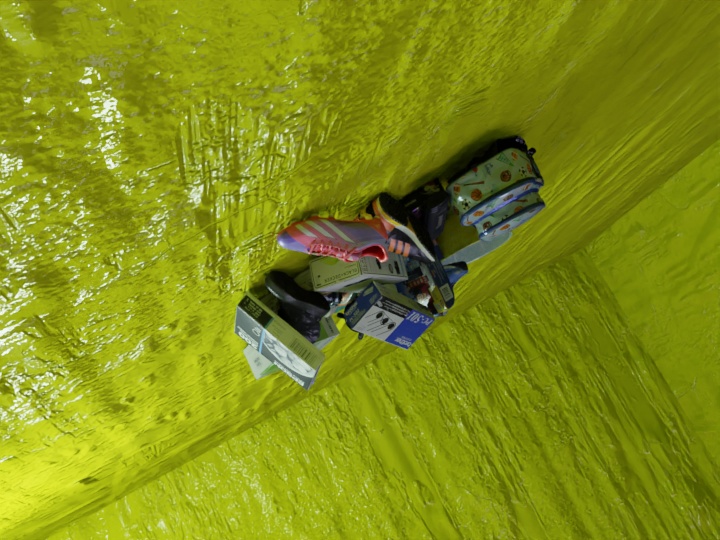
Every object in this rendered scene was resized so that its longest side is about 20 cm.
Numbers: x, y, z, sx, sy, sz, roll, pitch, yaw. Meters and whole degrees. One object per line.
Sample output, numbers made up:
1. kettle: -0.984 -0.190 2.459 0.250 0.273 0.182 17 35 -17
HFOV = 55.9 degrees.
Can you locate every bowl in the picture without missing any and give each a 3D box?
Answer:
1. bowl: 0.231 -0.088 1.525 0.196 0.110 0.200 -23 168 -5

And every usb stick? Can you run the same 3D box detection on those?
1. usb stick: 0.142 -0.102 1.305 0.055 0.033 0.200 -30 166 -4

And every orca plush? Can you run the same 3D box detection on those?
1. orca plush: -0.017 0.089 1.508 0.069 0.109 0.200 7 -169 9

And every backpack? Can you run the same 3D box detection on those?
1. backpack: 0.249 -0.145 1.268 0.198 0.157 0.189 -36 161 22

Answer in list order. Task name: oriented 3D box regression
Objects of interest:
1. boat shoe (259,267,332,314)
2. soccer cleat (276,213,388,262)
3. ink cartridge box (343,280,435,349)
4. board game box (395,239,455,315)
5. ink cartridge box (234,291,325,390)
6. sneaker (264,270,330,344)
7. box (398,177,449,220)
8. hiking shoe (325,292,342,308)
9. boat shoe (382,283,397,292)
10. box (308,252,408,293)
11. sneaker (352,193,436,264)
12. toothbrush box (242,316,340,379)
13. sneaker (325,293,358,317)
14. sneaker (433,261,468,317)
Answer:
1. boat shoe: -0.145 0.064 1.380 0.198 0.064 0.073 -35 166 21
2. soccer cleat: -0.040 -0.046 1.114 0.195 0.078 0.067 -5 157 -29
3. ink cartridge box: 0.061 0.094 1.379 0.094 0.045 0.198 -47 141 14
4. board game box: 0.104 0.007 1.505 0.061 0.204 0.198 -26 -179 -37
5. ink cartridge box: -0.165 0.152 1.346 0.044 0.196 0.201 -49 172 -25
6. sneaker: -0.134 0.078 1.313 0.104 0.061 0.198 -39 137 21
7. box: 0.081 -0.098 1.338 0.197 0.037 0.143 -30 167 6
8. hiking shoe: -0.119 0.074 1.498 0.085 0.076 0.200 6 146 -32
9. boat shoe: 0.051 0.091 1.459 0.072 0.070 0.200 -16 158 -10
10. box: 0.000 0.000 1.347 0.114 0.062 0.198 -19 168 29
11. sneaker: 0.063 -0.063 1.252 0.089 0.071 0.199 -28 139 24
12. toothbrush box: -0.172 0.178 1.695 0.197 0.087 0.145 -18 163 -46
13. sneaker: -0.036 0.042 1.538 0.079 0.073 0.200 -26 172 -30
14. sneaker: 0.185 0.052 1.541 0.077 0.091 0.200 -12 154 -39
